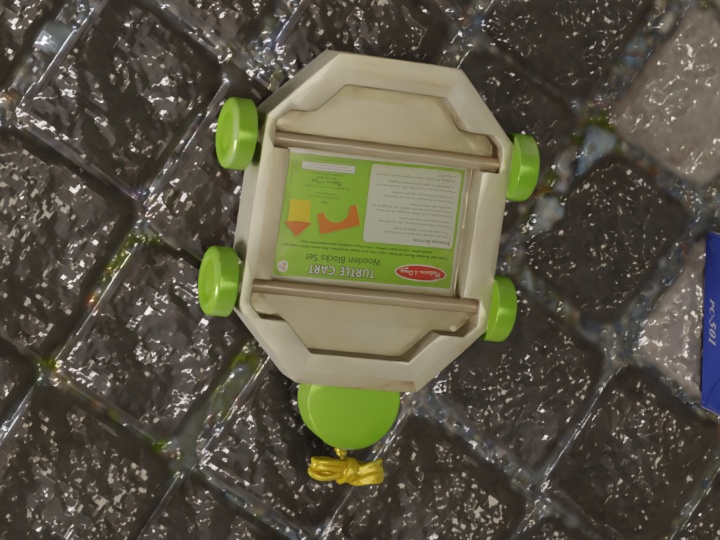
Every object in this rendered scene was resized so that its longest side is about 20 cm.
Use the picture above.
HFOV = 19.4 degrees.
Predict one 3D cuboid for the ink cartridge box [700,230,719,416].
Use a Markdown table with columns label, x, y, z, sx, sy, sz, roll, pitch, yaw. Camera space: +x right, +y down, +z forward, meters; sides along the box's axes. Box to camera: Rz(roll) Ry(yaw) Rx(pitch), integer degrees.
| label | x | y | z | sx | sy | sz | roll | pitch | yaw |
| --- | --- | --- | --- | --- | --- | --- | --- | --- | --- |
| ink cartridge box | 0.276 | 0.023 | 1.098 | 0.198 | 0.044 | 0.095 | -4 | 102 | -20 |

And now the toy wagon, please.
| label | x | y | z | sx | sy | sz | roll | pitch | yaw |
| --- | --- | --- | --- | --- | --- | --- | --- | --- | --- |
| toy wagon | 0.000 | 0.000 | 0.997 | 0.154 | 0.040 | 0.202 | 6 | 97 | -21 |
